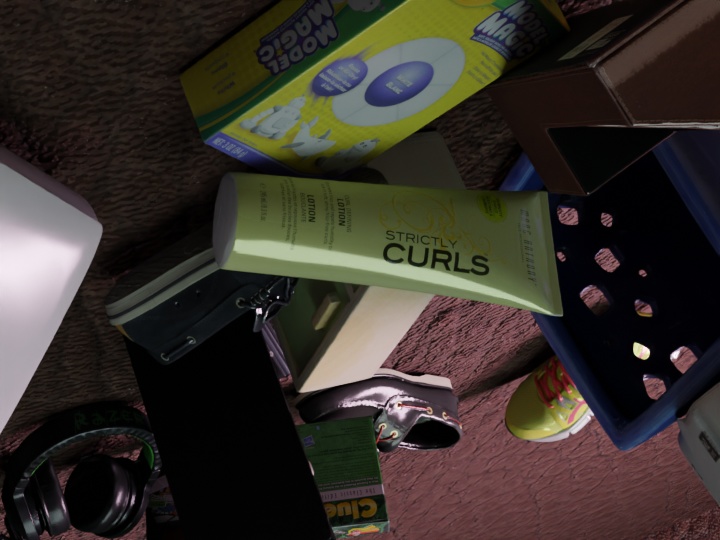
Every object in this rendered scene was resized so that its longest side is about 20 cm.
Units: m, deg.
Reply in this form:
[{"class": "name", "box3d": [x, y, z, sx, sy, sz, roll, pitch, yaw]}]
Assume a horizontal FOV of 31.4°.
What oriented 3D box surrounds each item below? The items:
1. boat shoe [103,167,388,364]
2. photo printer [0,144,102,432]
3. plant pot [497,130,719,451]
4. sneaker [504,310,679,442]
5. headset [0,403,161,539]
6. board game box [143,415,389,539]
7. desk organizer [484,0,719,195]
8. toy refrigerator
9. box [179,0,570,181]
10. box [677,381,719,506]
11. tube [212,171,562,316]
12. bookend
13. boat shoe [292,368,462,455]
[{"class": "boat shoe", "box3d": [-0.063, -0.002, 0.771, 0.198, 0.063, 0.075, -27, -160, 19]}, {"class": "photo printer", "box3d": [-0.219, 0.006, 0.581, 0.168, 0.069, 0.200, -62, 154, -6]}, {"class": "plant pot", "box3d": [0.227, -0.029, 0.852, 0.178, 0.202, 0.201, -18, 157, -29]}, {"class": "sneaker", "box3d": [0.214, 0.096, 1.265, 0.199, 0.079, 0.090, -39, 144, 21]}, {"class": "headset", "box3d": [-0.239, 0.173, 1.033, 0.122, 0.094, 0.201, 4, 130, -39]}, {"class": "board game box", "box3d": [-0.080, 0.180, 1.065, 0.197, 0.106, 0.024, -6, 138, -4]}, {"class": "desk organizer", "box3d": [0.130, -0.087, 0.648, 0.071, 0.077, 0.200, -35, -171, -4]}, {"class": "toy refrigerator", "box3d": [0.000, 0.000, 0.848, 0.069, 0.077, 0.200, -9, 154, -28]}, {"class": "box", "box3d": [0.020, -0.118, 0.653, 0.199, 0.049, 0.117, -34, 155, 19]}, {"class": "box", "box3d": [0.301, 0.136, 0.770, 0.130, 0.201, 0.199, -35, 163, 2]}, {"class": "tube", "box3d": [0.020, -0.020, 0.697, 0.197, 0.052, 0.059, 6, 107, -20]}, {"class": "bookend", "box3d": [-0.076, 0.136, 0.910, 0.091, 0.202, 0.199, -21, 156, -1]}, {"class": "boat shoe", "box3d": [0.022, 0.131, 1.164, 0.073, 0.064, 0.200, -33, 152, 34]}]
